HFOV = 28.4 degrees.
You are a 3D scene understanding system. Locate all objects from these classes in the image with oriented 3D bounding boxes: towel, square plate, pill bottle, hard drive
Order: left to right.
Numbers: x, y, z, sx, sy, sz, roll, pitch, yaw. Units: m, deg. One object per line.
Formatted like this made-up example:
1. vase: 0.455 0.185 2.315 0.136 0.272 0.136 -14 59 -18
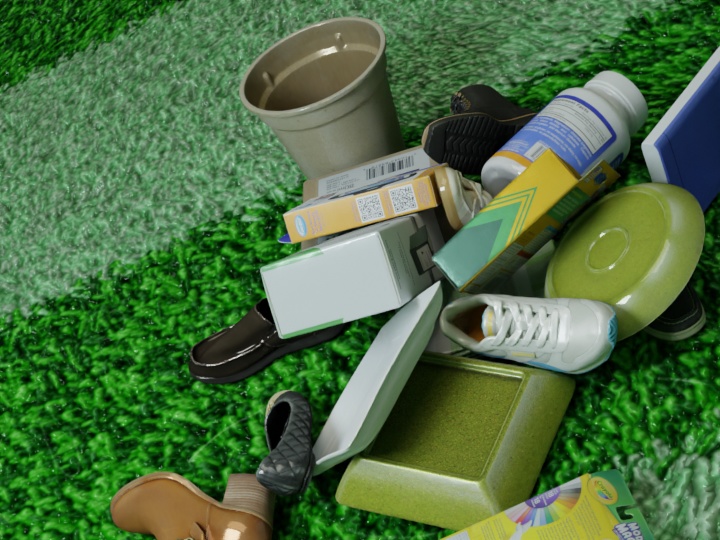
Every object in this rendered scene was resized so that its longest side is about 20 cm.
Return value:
1. square plate: 0.014 0.120 1.459 0.199 0.028 0.200 -59 6 -22
2. towel: 0.135 0.038 1.588 0.199 0.031 0.150 -20 38 8
3. pill bottle: 0.245 -0.143 1.672 0.200 0.112 0.112 -43 39 -22
4. hard drive: 0.386 -0.152 1.578 0.025 0.132 0.200 14 52 43

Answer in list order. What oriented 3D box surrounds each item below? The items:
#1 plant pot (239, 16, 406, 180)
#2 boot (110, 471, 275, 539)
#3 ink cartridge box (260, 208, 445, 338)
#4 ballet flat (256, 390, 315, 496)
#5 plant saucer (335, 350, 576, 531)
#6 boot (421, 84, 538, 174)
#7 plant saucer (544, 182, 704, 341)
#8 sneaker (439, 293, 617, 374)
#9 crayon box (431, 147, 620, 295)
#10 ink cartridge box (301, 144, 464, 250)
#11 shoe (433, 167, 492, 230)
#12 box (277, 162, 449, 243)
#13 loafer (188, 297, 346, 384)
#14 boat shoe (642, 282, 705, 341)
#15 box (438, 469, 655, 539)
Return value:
1. plant pot: -0.028 -0.193 1.838 0.199 0.184 0.201 -17 37 13
2. boot: -0.184 0.289 1.456 0.199 0.077 0.156 -3 46 17
3. ink cartridge box: 0.000 0.000 1.556 0.145 0.085 0.200 -17 4 21
4. ballet flat: -0.083 0.172 1.501 0.200 0.057 0.067 -111 43 -71
5. plant saucer: 0.090 0.158 1.431 0.199 0.048 0.200 7 51 30
6. boot: 0.127 -0.183 1.759 0.199 0.078 0.138 -2 31 -39
7. plant saucer: 0.263 -0.015 1.475 0.200 0.031 0.201 -33 35 28
8. sneaker: 0.169 0.062 1.438 0.199 0.081 0.077 -3 79 46
9. crayon box: 0.177 -0.058 1.507 0.200 0.126 0.052 -43 74 11
10. ink cartridge box: 0.030 -0.064 1.739 0.199 0.075 0.165 -17 36 11
11. shoe: 0.126 -0.074 1.580 0.053 0.200 0.070 -23 70 11
12. box: 0.001 -0.075 1.632 0.199 0.042 0.119 -12 8 16
13. loafer: -0.117 0.066 1.672 0.199 0.072 0.073 -24 36 3
14. boat shoe: 0.297 -0.002 1.507 0.071 0.066 0.201 -26 36 0
15. box: 0.164 0.262 1.286 0.199 0.048 0.118 -26 36 5
